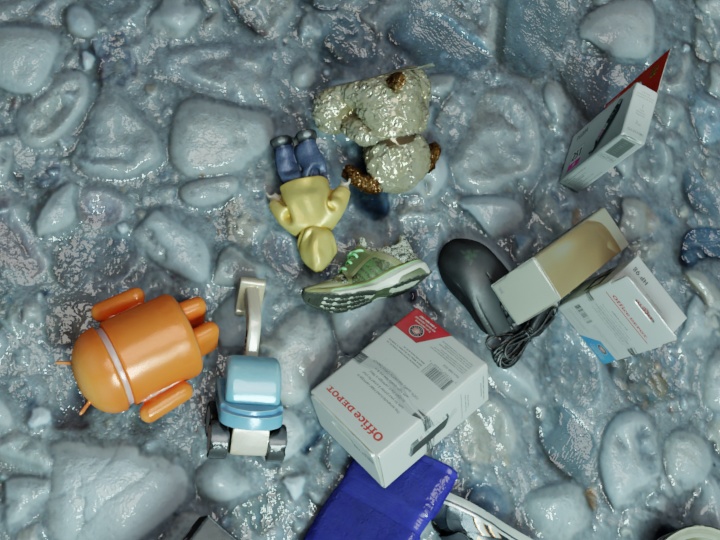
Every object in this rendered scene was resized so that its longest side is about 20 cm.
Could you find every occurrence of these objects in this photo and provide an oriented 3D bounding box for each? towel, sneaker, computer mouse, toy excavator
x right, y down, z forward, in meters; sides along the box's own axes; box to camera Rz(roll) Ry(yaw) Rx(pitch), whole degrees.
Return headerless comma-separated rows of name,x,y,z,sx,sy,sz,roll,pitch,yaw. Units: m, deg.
towel,0.024,0.323,1.209,0.146,0.050,0.201,20,64,34
sneaker,0.156,0.369,1.245,0.198,0.078,0.080,31,67,-6
computer mouse,0.199,0.030,1.361,0.138,0.053,0.200,-41,90,-21
sneaker,0.000,0.000,1.309,0.198,0.077,0.090,-14,69,-26
toy excavator,-0.143,0.125,1.202,0.098,0.194,0.203,7,102,-14

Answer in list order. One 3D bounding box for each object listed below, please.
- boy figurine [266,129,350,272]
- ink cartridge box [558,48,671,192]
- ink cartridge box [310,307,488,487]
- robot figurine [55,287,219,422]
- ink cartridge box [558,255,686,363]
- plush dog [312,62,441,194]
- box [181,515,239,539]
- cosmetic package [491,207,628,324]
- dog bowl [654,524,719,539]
boy figurine,-0.069,-0.098,1.307,0.123,0.064,0.203,-15,81,1
ink cartridge box,0.387,-0.234,1.407,0.043,0.200,0.175,23,70,-8
ink cartridge box,0.053,0.168,1.232,0.199,0.084,0.144,-35,51,-22
robot figurine,-0.280,0.104,1.169,0.198,0.116,0.146,-26,111,-22
ink cartridge box,0.387,0.056,1.330,0.066,0.200,0.116,-38,88,-21
plush dog,0.048,-0.200,1.343,0.198,0.160,0.174,-19,104,-20
box,-0.213,0.409,1.103,0.106,0.122,0.201,39,69,-2
cosmetic package,0.294,-0.008,1.343,0.199,0.105,0.072,-31,85,-38
dog bowl,0.474,0.468,1.314,0.197,0.074,0.203,4,75,-15
